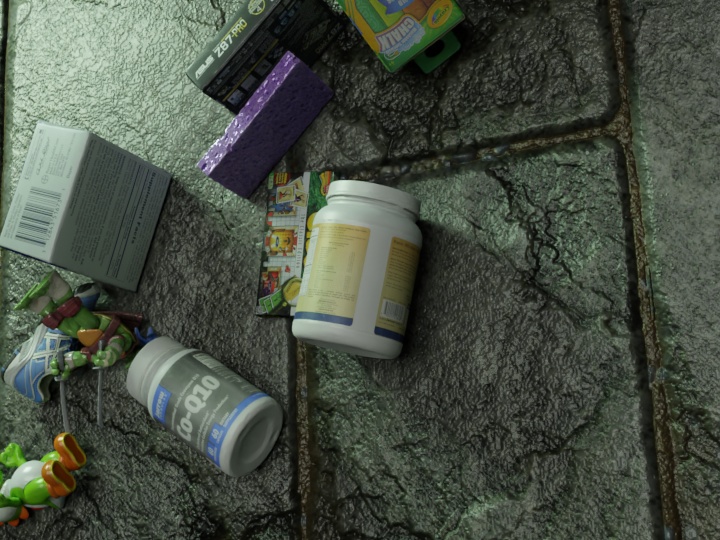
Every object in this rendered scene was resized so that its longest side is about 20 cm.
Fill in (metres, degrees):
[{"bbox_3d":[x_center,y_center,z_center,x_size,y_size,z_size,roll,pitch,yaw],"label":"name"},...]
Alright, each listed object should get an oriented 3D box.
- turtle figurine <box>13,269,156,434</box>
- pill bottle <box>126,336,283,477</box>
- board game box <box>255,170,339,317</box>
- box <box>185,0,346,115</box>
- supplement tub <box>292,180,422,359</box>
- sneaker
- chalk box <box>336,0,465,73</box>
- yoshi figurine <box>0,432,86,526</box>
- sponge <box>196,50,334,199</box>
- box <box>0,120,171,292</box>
[{"bbox_3d":[-0.394,0.111,1.544,0.194,0.144,0.200,45,83,-15],"label":"turtle figurine"},{"bbox_3d":[-0.209,0.175,1.493,0.199,0.114,0.115,29,90,27],"label":"pill bottle"},{"bbox_3d":[-0.086,-0.036,1.538,0.103,0.023,0.203,0,78,22],"label":"board game box"},{"bbox_3d":[-0.125,-0.304,1.541,0.200,0.161,0.049,-48,63,8],"label":"box"},{"bbox_3d":[0.000,0.000,1.421,0.143,0.144,0.203,8,81,26],"label":"supplement tub"},{"bbox_3d":[-0.437,0.104,1.646,0.077,0.076,0.201,40,99,9],"label":"sneaker"},{"bbox_3d":[0.053,-0.348,1.469,0.124,0.124,0.200,-36,110,13],"label":"chalk box"},{"bbox_3d":[-0.494,0.294,1.598,0.198,0.112,0.113,-27,68,23],"label":"yoshi figurine"},{"bbox_3d":[-0.128,-0.195,1.544,0.030,0.111,0.201,43,97,28],"label":"sponge"},{"bbox_3d":[-0.383,-0.087,1.585,0.104,0.200,0.186,14,83,27],"label":"box"}]
